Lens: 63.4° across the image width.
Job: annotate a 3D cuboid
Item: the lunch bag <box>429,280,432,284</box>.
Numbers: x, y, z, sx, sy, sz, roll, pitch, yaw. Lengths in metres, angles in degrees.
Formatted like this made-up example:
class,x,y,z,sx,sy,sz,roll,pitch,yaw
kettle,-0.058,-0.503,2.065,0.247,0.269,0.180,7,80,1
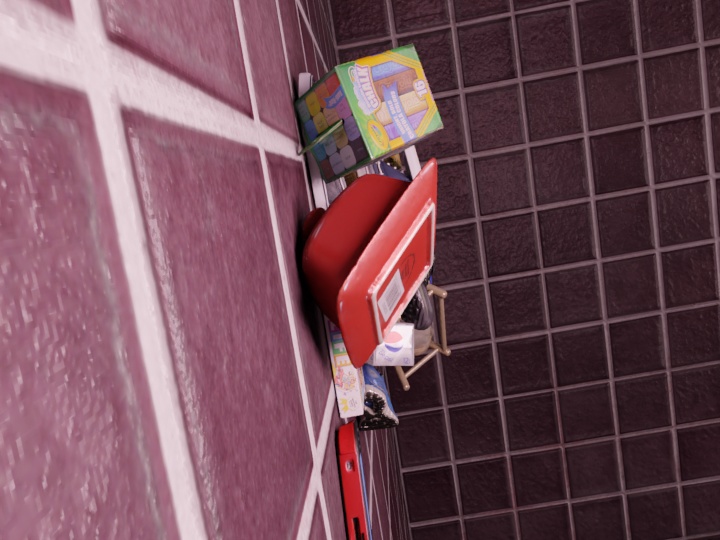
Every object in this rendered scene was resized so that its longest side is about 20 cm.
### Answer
class,x,y,z,sx,sy,sz,roll,pitch,yaw
lunch bag,0.061,-0.002,1.285,0.172,0.192,0.127,75,6,-55

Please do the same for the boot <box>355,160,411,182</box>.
class,x,y,z,sx,sy,sz,roll,pitch,yaw
boot,0.036,-0.157,0.998,0.074,0.087,0.205,89,-6,-50

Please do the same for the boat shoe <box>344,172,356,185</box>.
class,x,y,z,sx,sy,sz,roll,pitch,yaw
boat shoe,-0.036,-0.148,1.005,0.065,0.070,0.206,67,13,-56

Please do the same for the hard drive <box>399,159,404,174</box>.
class,x,y,z,sx,sy,sz,roll,pitch,yaw
hard drive,0.057,-0.152,1.201,0.142,0.032,0.205,110,-24,-47

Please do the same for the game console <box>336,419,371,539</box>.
class,x,y,z,sx,sy,sz,roll,pitch,yaw
game console,0.001,0.307,0.774,0.177,0.030,0.208,68,14,-77

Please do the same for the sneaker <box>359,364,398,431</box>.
class,x,y,z,sx,sy,sz,roll,pitch,yaw
sneaker,0.025,0.227,1.055,0.203,0.075,0.092,77,7,-54

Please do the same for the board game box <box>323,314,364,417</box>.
class,x,y,z,sx,sy,sz,roll,pitch,yaw
board game box,-0.026,0.090,0.849,0.135,0.033,0.208,-74,155,-83

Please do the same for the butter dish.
class,x,y,z,sx,sy,sz,roll,pitch,yaw
butter dish,-0.005,-0.025,0.680,0.202,0.145,0.202,-54,159,-21

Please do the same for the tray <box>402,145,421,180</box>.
class,x,y,z,sx,sy,sz,roll,pitch,yaw
tray,0.101,-0.149,1.050,0.201,0.021,0.111,69,9,-61

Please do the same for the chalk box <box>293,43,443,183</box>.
class,x,y,z,sx,sy,sz,roll,pitch,yaw
chalk box,-0.005,-0.209,0.802,0.123,0.197,0.128,-14,-78,53

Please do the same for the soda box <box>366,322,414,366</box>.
class,x,y,z,sx,sy,sz,roll,pitch,yaw
soda box,0.027,0.115,0.952,0.200,0.066,0.066,163,-72,-77

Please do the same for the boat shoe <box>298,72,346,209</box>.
class,x,y,z,sx,sy,sz,roll,pitch,yaw
boat shoe,-0.051,-0.195,0.882,0.072,0.065,0.208,-84,165,-80

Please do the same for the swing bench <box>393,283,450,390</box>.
class,x,y,z,sx,sy,sz,roll,pitch,yaw
swing bench,0.068,0.084,1.158,0.200,0.128,0.203,43,-23,37

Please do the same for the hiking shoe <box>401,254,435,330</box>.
class,x,y,z,sx,sy,sz,roll,pitch,yaw
hiking shoe,0.092,0.000,0.950,0.076,0.097,0.205,-53,-134,47

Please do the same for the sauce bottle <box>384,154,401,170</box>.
class,x,y,z,sx,sy,sz,roll,pitch,yaw
sauce bottle,0.053,-0.158,1.086,0.067,0.063,0.206,77,4,-56
